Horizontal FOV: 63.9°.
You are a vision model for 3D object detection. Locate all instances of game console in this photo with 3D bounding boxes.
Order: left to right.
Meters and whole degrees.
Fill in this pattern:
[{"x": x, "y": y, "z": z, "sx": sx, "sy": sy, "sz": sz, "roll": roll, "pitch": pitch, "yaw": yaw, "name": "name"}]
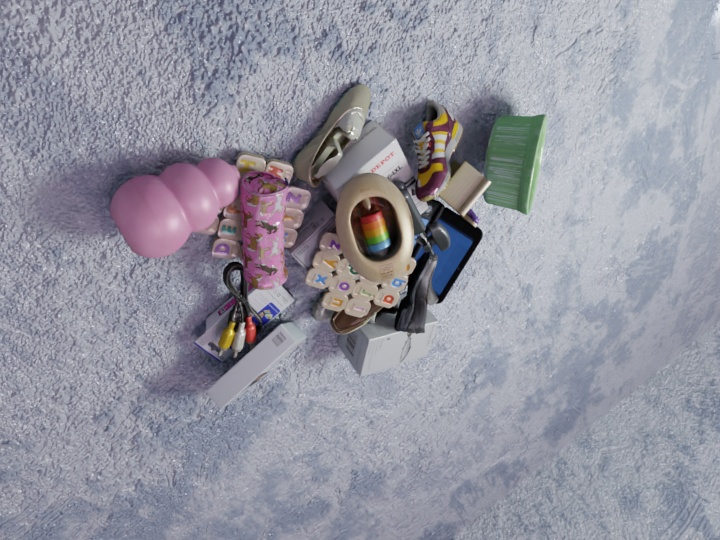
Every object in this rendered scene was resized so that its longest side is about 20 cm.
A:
[{"x": 0.135, "y": -0.044, "z": 1.254, "sx": 0.174, "sy": 0.117, "sz": 0.202, "roll": 10, "pitch": 118, "yaw": -42, "name": "game console"}]

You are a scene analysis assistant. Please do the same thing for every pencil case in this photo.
[{"x": -0.161, "y": -0.064, "z": 0.975, "sx": 0.086, "sy": 0.083, "sz": 0.202, "roll": -19, "pitch": 132, "yaw": -33, "name": "pencil case"}]

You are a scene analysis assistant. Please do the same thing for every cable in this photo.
[{"x": -0.218, "y": 0.075, "z": 1.085, "sx": 0.096, "sy": 0.050, "sz": 0.202, "roll": -10, "pitch": 130, "yaw": -33, "name": "cable"}]

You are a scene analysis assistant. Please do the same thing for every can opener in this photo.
[{"x": 0.113, "y": -0.101, "z": 1.108, "sx": 0.066, "sy": 0.053, "sz": 0.200, "roll": -30, "pitch": 139, "yaw": 11, "name": "can opener"}]

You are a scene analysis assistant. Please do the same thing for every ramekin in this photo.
[{"x": 0.318, "y": -0.223, "z": 1.193, "sx": 0.200, "sy": 0.096, "sz": 0.203, "roll": 12, "pitch": 90, "yaw": -71, "name": "ramekin"}]

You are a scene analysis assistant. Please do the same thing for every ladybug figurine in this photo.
[{"x": 0.023, "y": -0.074, "z": 1.013, "sx": 0.134, "sy": 0.072, "sz": 0.203, "roll": -15, "pitch": 109, "yaw": -6, "name": "ladybug figurine"}]

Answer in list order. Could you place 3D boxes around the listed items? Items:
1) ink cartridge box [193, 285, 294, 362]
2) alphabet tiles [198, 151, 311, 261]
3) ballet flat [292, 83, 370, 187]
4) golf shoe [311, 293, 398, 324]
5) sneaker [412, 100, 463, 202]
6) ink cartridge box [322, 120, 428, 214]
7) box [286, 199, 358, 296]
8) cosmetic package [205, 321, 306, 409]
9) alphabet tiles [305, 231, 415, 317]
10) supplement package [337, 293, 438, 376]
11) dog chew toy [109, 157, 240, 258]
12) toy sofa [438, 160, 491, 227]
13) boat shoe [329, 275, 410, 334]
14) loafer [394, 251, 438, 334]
[{"x": -0.233, "y": 0.091, "z": 1.149, "sx": 0.200, "sy": 0.037, "sz": 0.095, "roll": -42, "pitch": 138, "yaw": -3, "name": "ink cartridge box"}, {"x": -0.189, "y": -0.103, "z": 1.000, "sx": 0.193, "sy": 0.015, "sz": 0.202, "roll": 10, "pitch": 120, "yaw": -27, "name": "alphabet tiles"}, {"x": -0.039, "y": -0.228, "z": 1.001, "sx": 0.201, "sy": 0.070, "sz": 0.069, "roll": -50, "pitch": 138, "yaw": 10, "name": "ballet flat"}, {"x": -0.008, "y": 0.080, "z": 1.267, "sx": 0.197, "sy": 0.097, "sz": 0.079, "roll": -17, "pitch": 136, "yaw": -23, "name": "golf shoe"}, {"x": 0.126, "y": -0.222, "z": 1.074, "sx": 0.090, "sy": 0.074, "sz": 0.202, "roll": 37, "pitch": 56, "yaw": -29, "name": "sneaker"}, {"x": 0.026, "y": -0.156, "z": 1.099, "sx": 0.146, "sy": 0.084, "sz": 0.200, "roll": -40, "pitch": 140, "yaw": -2, "name": "ink cartridge box"}, {"x": -0.058, "y": -0.032, "z": 1.154, "sx": 0.116, "sy": 0.060, "sz": 0.200, "roll": -42, "pitch": 137, "yaw": 1, "name": "box"}, {"x": -0.208, "y": 0.189, "z": 1.184, "sx": 0.200, "sy": 0.052, "sz": 0.151, "roll": -42, "pitch": 178, "yaw": 1, "name": "cosmetic package"}, {"x": 0.000, "y": 0.000, "z": 1.113, "sx": 0.193, "sy": 0.015, "sz": 0.202, "roll": 15, "pitch": 119, "yaw": -17, "name": "alphabet tiles"}, {"x": 0.063, "y": 0.147, "z": 1.361, "sx": 0.198, "sy": 0.117, "sz": 0.118, "roll": -12, "pitch": 131, "yaw": -30, "name": "supplement package"}, {"x": -0.276, "y": -0.106, "z": 0.887, "sx": 0.199, "sy": 0.124, "sz": 0.126, "roll": -32, "pitch": 139, "yaw": -19, "name": "dog chew toy"}, {"x": 0.207, "y": -0.157, "z": 1.146, "sx": 0.097, "sy": 0.200, "sz": 0.083, "roll": 39, "pitch": 100, "yaw": -4, "name": "toy sofa"}, {"x": 0.019, "y": 0.057, "z": 1.209, "sx": 0.202, "sy": 0.075, "sz": 0.075, "roll": -41, "pitch": 180, "yaw": -9, "name": "boat shoe"}, {"x": 0.135, "y": 0.049, "z": 1.248, "sx": 0.071, "sy": 0.073, "sz": 0.202, "roll": 15, "pitch": 121, "yaw": -5, "name": "loafer"}]
